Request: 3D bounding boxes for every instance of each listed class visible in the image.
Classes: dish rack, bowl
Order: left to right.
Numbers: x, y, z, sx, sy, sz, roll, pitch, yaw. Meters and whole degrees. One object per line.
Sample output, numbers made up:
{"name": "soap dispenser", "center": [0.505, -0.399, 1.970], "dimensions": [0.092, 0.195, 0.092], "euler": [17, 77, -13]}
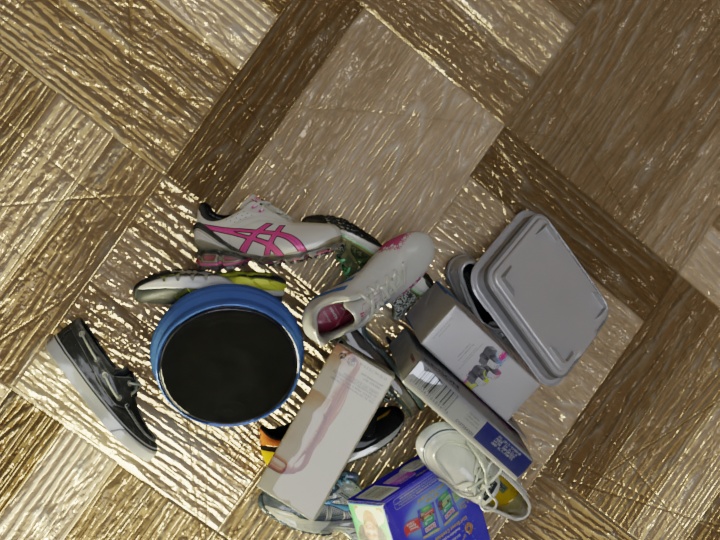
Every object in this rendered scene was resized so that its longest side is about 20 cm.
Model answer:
{"name": "bowl", "center": [-0.168, 0.113, 1.391], "dimensions": [0.196, 0.040, 0.204], "euler": [-4, 120, -7]}
{"name": "dish rack", "center": [0.250, 0.032, 1.465], "dimensions": [0.201, 0.043, 0.172], "euler": [52, 56, -12]}

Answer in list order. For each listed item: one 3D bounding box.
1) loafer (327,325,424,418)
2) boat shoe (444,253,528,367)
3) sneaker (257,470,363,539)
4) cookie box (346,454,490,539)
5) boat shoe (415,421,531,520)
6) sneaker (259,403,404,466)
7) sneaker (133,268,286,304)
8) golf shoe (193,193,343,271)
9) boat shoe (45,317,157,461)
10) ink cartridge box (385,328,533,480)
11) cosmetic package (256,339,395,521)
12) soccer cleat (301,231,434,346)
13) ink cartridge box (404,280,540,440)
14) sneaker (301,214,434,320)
{"name": "loafer", "center": [0.003, 0.121, 1.451], "dimensions": [0.063, 0.072, 0.201], "euler": [-38, 92, -6]}
{"name": "boat shoe", "center": [0.185, 0.066, 1.480], "dimensions": [0.074, 0.065, 0.200], "euler": [-43, 101, -5]}
{"name": "sneaker", "center": [-0.042, 0.306, 1.464], "dimensions": [0.197, 0.077, 0.088], "euler": [14, 86, -21]}
{"name": "cookie box", "center": [0.088, 0.362, 1.449], "dimensions": [0.170, 0.074, 0.204], "euler": [-23, 101, -41]}
{"name": "boat shoe", "center": [0.153, 0.269, 1.401], "dimensions": [0.075, 0.086, 0.202], "euler": [-46, 124, 3]}
{"name": "sneaker", "center": [-0.039, 0.208, 1.449], "dimensions": [0.197, 0.070, 0.091], "euler": [-23, 102, -6]}
{"name": "sneaker", "center": [-0.191, 0.044, 1.403], "dimensions": [0.196, 0.074, 0.087], "euler": [2, 96, -11]}
{"name": "golf shoe", "center": [-0.120, -0.051, 1.384], "dimensions": [0.196, 0.073, 0.094], "euler": [-3, 95, 12]}
{"name": "boat shoe", "center": [-0.314, 0.152, 1.393], "dimensions": [0.063, 0.071, 0.201], "euler": [-38, 99, -4]}
{"name": "ink cartridge box", "center": [0.123, 0.159, 1.407], "dimensions": [0.196, 0.200, 0.043], "euler": [41, 98, -12]}
{"name": "cosmetic package", "center": [-0.041, 0.196, 1.369], "dimensions": [0.086, 0.103, 0.202], "euler": [29, 88, 2]}
{"name": "soccer cleat", "center": [0.016, 0.029, 1.371], "dimensions": [0.198, 0.086, 0.070], "euler": [-36, 110, 2]}
{"name": "ink cartridge box", "center": [0.156, 0.115, 1.407], "dimensions": [0.200, 0.115, 0.068], "euler": [43, 96, -16]}
{"name": "sneaker", "center": [0.000, 0.000, 1.440], "dimensions": [0.198, 0.077, 0.089], "euler": [32, 98, -10]}
